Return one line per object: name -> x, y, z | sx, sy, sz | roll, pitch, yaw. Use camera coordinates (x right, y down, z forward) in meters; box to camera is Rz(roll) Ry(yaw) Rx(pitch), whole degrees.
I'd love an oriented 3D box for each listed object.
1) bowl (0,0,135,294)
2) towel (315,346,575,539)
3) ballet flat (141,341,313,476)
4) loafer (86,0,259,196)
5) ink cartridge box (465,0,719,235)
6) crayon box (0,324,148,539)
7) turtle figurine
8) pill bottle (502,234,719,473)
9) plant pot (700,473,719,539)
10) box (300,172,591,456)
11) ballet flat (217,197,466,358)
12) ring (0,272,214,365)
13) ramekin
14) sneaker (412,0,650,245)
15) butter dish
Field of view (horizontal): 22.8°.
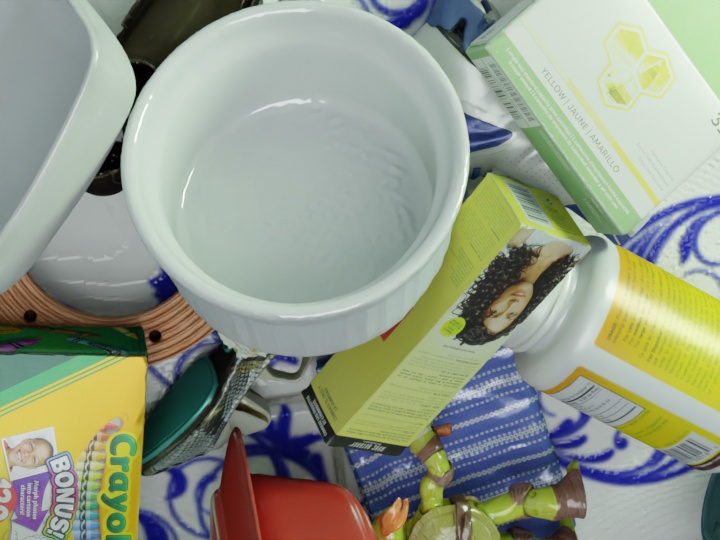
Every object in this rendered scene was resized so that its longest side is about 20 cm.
bowl -> -0.222, -0.095, 1.064 | 0.074, 0.200, 0.201 | 16, 115, -53
towel -> 0.063, 0.127, 1.259 | 0.143, 0.024, 0.202 | -19, 113, 1
ballet flat -> -0.077, 0.070, 1.195 | 0.072, 0.072, 0.201 | 31, 107, -17
loafer -> -0.117, -0.129, 1.094 | 0.072, 0.071, 0.201 | 28, 96, -12
ink cartridge box -> 0.182, -0.140, 1.093 | 0.200, 0.048, 0.146 | -41, 101, -11
crayon box -> -0.201, 0.137, 1.144 | 0.117, 0.058, 0.202 | 2, 106, -11
turtle figurine -> 0.074, 0.169, 1.232 | 0.159, 0.064, 0.202 | -3, 111, -7
pill bottle -> 0.178, 0.049, 1.190 | 0.199, 0.109, 0.110 | 27, 108, -16
plant pot -> 0.311, 0.169, 1.214 | 0.133, 0.200, 0.202 | 22, 109, -6
box -> 0.051, 0.032, 1.121 | 0.075, 0.050, 0.200 | 13, 127, -44
ballet flat -> 0.000, 0.000, 1.132 | 0.199, 0.064, 0.076 | -31, 101, -23
ring -> -0.161, -0.035, 1.152 | 0.198, 0.019, 0.203 | -1, 101, -7
ramekin -> -0.035, -0.048, 1.049 | 0.198, 0.203, 0.098 | -10, 157, -2
sneaker -> 0.086, -0.083, 1.149 | 0.115, 0.081, 0.199 | -41, 104, 15
butter dish -> -0.021, 0.230, 1.183 | 0.146, 0.201, 0.201 | -4, 135, -12
